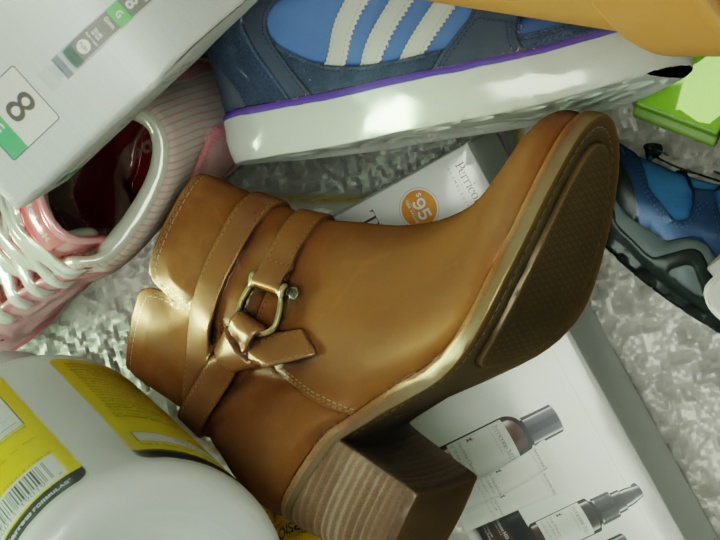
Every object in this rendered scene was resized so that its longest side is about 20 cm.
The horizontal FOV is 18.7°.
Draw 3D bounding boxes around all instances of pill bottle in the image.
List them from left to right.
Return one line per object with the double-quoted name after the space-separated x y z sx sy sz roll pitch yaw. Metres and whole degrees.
-0.114 0.098 0.860 0.112 0.200 0.112 -7 108 -23 "pill bottle"

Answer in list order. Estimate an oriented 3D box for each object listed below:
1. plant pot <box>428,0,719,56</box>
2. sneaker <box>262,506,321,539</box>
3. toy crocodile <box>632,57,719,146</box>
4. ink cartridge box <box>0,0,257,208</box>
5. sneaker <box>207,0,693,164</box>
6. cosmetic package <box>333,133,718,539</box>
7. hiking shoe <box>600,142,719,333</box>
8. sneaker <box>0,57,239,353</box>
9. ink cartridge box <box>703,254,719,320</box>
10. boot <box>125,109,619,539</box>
0.070 -0.166 0.720 0.140 0.200 0.200 -1 100 34 "plant pot"
-0.015 0.079 0.900 0.073 0.077 0.200 -28 88 20 "sneaker"
0.150 -0.145 0.825 0.067 0.062 0.200 18 109 13 "toy crocodile"
-0.105 -0.145 0.785 0.200 0.050 0.161 -40 94 22 "ink cartridge box"
0.022 -0.125 0.836 0.200 0.081 0.147 -9 88 29 "sneaker"
0.063 0.051 0.886 0.082 0.051 0.200 -29 91 18 "cosmetic package"
0.167 -0.009 0.843 0.200 0.074 0.087 33 94 1 "hiking shoe"
-0.138 -0.018 0.903 0.200 0.105 0.075 -34 91 20 "sneaker"
0.208 -0.004 0.769 0.200 0.067 0.116 -40 87 -21 "ink cartridge box"
0.000 0.000 0.833 0.155 0.077 0.200 35 113 28 "boot"
